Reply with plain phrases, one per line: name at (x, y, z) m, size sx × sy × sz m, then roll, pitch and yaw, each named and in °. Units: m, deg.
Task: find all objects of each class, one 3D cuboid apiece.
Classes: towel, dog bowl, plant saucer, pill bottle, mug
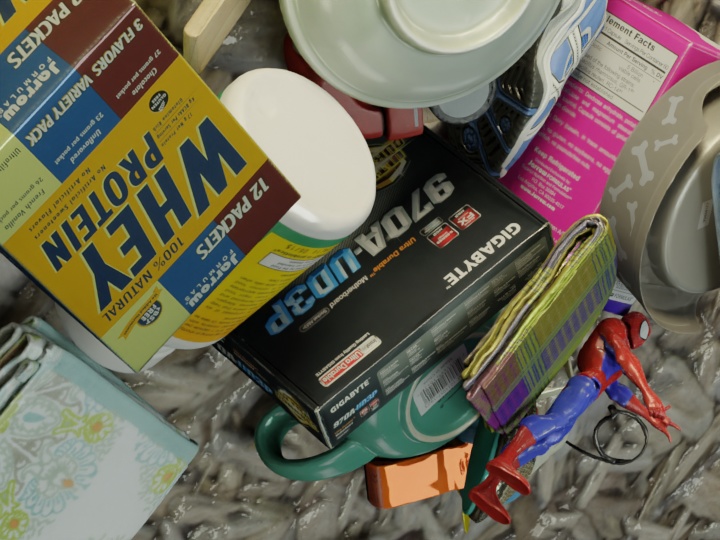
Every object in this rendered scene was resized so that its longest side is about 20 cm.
towel at (0.119, 0.038, 1.727) m, size 0.144 × 0.023 × 0.200 m, roll -53°, pitch 166°, yaw -4°
towel at (-0.206, 0.133, 1.648) m, size 0.171 × 0.048 × 0.200 m, roll -50°, pitch 140°, yaw -2°
dog bowl at (0.244, -0.056, 1.815) m, size 0.200 × 0.059 × 0.200 m, roll -28°, pitch 136°, yaw -30°
plant saucer at (0.050, -0.183, 1.534) m, size 0.200 × 0.050 × 0.200 m, roll -12°, pitch 117°, yaw -25°
pill bottle at (-0.093, -0.023, 1.574) m, size 0.113 × 0.113 × 0.200 m, roll 3°, pitch 148°, yaw -46°
mug at (0.025, 0.065, 1.805) m, size 0.152 × 0.114 × 0.185 m, roll -6°, pitch 123°, yaw -42°

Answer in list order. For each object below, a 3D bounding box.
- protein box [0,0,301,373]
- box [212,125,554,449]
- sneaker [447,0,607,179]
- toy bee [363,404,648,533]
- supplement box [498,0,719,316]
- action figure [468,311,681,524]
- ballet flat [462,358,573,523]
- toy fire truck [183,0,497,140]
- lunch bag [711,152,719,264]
protein box at (-0.175, -0.084, 1.417) m, size 0.135 × 0.200 × 0.199 m, roll -48°, pitch 142°, yaw -6°
box at (0.000, 0.000, 1.693) m, size 0.200 × 0.159 × 0.046 m, roll -38°, pitch 144°, yaw -17°
sneaker at (0.123, -0.147, 1.769) m, size 0.077 × 0.076 × 0.200 m, roll -2°, pitch 124°, yaw -45°
toy bee at (0.092, 0.131, 1.950) m, size 0.200 × 0.109 × 0.131 m, roll 11°, pitch 105°, yaw -17°
supplement box at (0.176, -0.084, 1.852) m, size 0.101 × 0.103 × 0.200 m, roll 15°, pitch 109°, yaw -50°
action figure at (0.166, 0.106, 1.814) m, size 0.200 × 0.099 × 0.065 m, roll -51°, pitch 174°, yaw -38°
ballet flat at (0.115, 0.084, 1.869) m, size 0.075 × 0.200 × 0.068 m, roll 9°, pitch 157°, yaw -14°
toy fire truck at (-0.022, -0.154, 1.603) m, size 0.200 × 0.129 × 0.176 m, roll -13°, pitch 125°, yaw -13°
lunch bag at (0.328, -0.051, 1.760) m, size 0.170 × 0.127 × 0.200 m, roll -36°, pitch 134°, yaw -25°
